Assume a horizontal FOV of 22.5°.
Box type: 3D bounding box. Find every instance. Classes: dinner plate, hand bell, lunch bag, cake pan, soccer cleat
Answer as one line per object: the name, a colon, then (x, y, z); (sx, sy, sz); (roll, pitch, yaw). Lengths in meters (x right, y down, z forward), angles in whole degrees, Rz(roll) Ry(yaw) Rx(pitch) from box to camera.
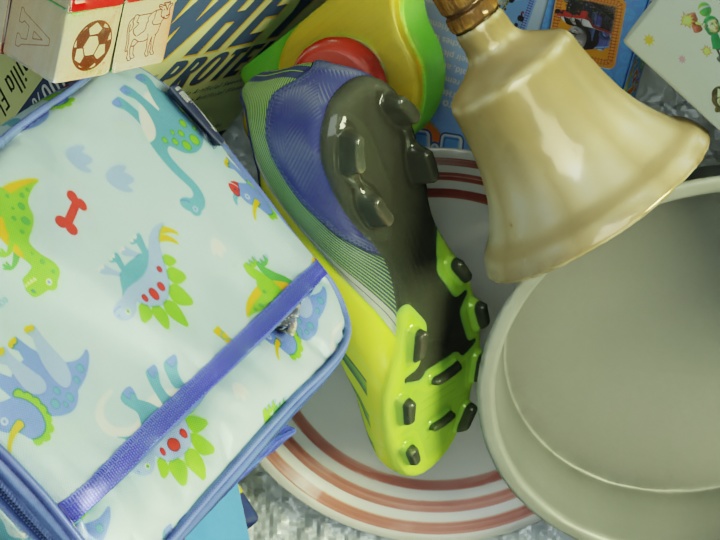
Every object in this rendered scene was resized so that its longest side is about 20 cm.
dinner plate: (0.034, 0.034, 0.818); (0.199, 0.024, 0.201); (2, 117, 4)
hand bell: (0.038, -0.105, 0.698); (0.104, 0.104, 0.200); (-34, 102, 6)
lunch bag: (-0.099, 0.024, 0.664); (0.082, 0.200, 0.161); (-35, 95, 38)
cake pan: (0.147, 0.038, 0.773); (0.199, 0.037, 0.201); (-2, 124, -3)
soccer cleat: (0.000, -0.001, 0.767); (0.083, 0.201, 0.065); (18, 46, 39)

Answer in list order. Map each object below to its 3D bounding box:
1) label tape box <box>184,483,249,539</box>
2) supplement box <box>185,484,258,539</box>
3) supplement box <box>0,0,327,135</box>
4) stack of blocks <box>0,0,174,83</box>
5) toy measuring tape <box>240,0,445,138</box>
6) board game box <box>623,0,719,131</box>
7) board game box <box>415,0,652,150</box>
label tape box: (-0.119, 0.035, 0.750); (0.063, 0.199, 0.145); (-40, 51, 37)
supplement box: (-0.160, 0.071, 0.822); (0.109, 0.109, 0.200); (-40, 79, 36)
supplement box: (-0.113, -0.177, 0.787); (0.200, 0.134, 0.200); (55, 129, 12)
stack of blocks: (-0.154, -0.167, 0.694); (0.200, 0.058, 0.116); (32, 121, 28)
toy measuring tape: (0.028, -0.103, 0.762); (0.200, 0.073, 0.074); (-34, 81, 29)
board game box: (0.222, -0.071, 0.721); (0.200, 0.147, 0.064); (42, 133, 7)
board game box: (0.054, -0.113, 0.806); (0.151, 0.037, 0.201); (20, 114, 15)
